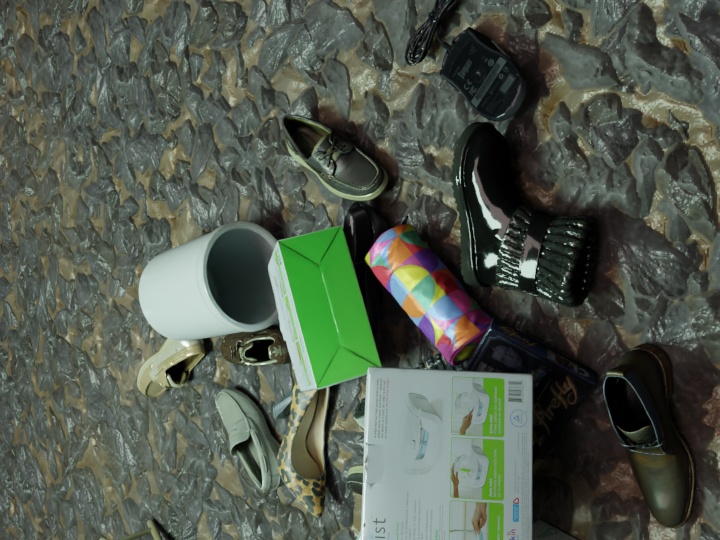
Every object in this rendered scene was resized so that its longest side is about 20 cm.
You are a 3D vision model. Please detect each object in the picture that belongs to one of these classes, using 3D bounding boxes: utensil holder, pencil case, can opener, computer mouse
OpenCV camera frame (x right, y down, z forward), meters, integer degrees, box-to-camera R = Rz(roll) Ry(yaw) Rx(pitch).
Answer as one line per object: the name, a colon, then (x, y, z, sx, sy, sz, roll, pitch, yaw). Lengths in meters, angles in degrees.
utensil holder: (-0.238, 0.025, 1.205, 0.200, 0.170, 0.171, -14, 86, 44)
pencil case: (0.091, 0.025, 0.968, 0.200, 0.088, 0.088, 54, 125, 23)
can opener: (0.000, 0.000, 1.063, 0.063, 0.078, 0.201, 25, 124, 45)
computer mouse: (0.152, -0.276, 0.911, 0.200, 0.046, 0.141, 45, 117, 34)

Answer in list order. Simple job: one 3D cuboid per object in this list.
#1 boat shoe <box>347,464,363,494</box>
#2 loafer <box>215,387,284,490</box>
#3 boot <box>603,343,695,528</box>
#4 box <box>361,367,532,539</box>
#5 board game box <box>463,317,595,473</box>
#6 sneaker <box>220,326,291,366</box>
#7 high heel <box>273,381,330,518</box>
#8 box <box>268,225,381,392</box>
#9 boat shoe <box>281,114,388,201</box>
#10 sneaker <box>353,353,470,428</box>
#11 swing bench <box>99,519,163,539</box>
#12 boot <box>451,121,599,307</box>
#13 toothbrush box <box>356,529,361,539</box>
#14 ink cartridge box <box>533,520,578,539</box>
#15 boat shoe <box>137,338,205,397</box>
boat shoe: (0.055, 0.317, 1.020, 0.199, 0.073, 0.065, 2, 54, 41)
loafer: (-0.190, 0.279, 1.252, 0.200, 0.070, 0.070, 47, 123, 27)
boot: (0.299, 0.185, 0.794, 0.075, 0.097, 0.201, -14, 86, 41)
box: (0.091, 0.210, 0.804, 0.176, 0.097, 0.201, 1, 79, 3)
board game box: (0.174, 0.174, 0.908, 0.135, 0.035, 0.201, 28, 115, 7)
sneaker: (-0.178, 0.123, 1.220, 0.199, 0.075, 0.071, -10, 88, 41)
high heel: (-0.070, 0.264, 1.141, 0.143, 0.071, 0.201, -44, 58, 42)
box: (-0.059, 0.061, 1.043, 0.176, 0.096, 0.201, 133, 122, -75)
boat shoe: (-0.046, -0.163, 1.065, 0.200, 0.065, 0.073, 32, 81, 34)
sneaker: (0.092, 0.177, 1.005, 0.200, 0.078, 0.086, -28, 111, 27)
swing bench: (-0.409, 0.632, 1.447, 0.200, 0.129, 0.200, 22, 109, 37)
boot: (0.194, -0.068, 0.866, 0.157, 0.079, 0.212, 8, 111, 47)
toothbrush box: (0.073, 0.334, 0.910, 0.146, 0.085, 0.201, 27, 102, 7)
ink cartridge box: (0.231, 0.365, 0.809, 0.200, 0.196, 0.044, 20, 110, 38)
boat shoe: (-0.349, 0.184, 1.379, 0.200, 0.074, 0.069, -49, 58, 33)
